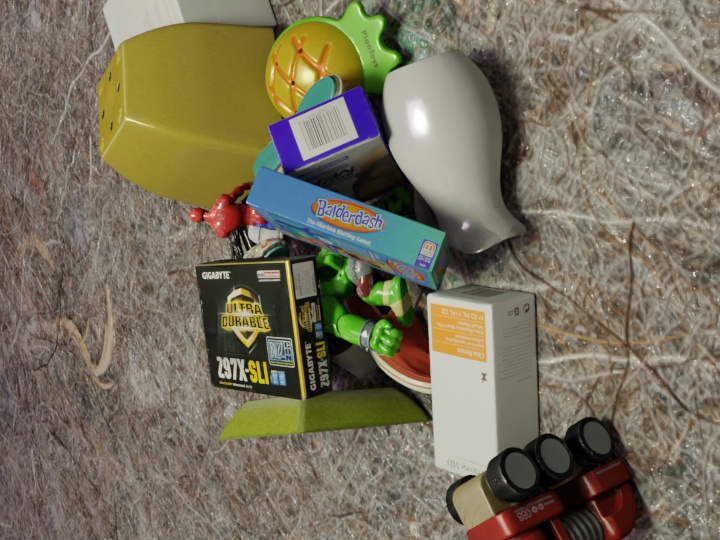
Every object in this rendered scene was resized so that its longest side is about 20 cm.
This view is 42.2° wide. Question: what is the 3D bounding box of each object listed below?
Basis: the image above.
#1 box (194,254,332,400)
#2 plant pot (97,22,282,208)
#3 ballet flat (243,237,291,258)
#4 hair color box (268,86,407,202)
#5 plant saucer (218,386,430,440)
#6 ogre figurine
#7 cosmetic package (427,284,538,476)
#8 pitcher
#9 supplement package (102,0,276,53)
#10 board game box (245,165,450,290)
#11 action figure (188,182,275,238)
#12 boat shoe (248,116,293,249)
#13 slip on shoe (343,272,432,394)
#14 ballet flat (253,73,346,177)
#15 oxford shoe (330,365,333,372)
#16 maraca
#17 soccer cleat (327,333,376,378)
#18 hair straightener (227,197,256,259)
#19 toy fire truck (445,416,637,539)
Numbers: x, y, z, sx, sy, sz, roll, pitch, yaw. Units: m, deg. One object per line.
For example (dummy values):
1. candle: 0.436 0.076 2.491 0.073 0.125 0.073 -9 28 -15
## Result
1. box: -0.119 0.065 1.116 0.200 0.049 0.160 -1 100 49
2. plant pot: -0.236 -0.209 1.234 0.195 0.199 0.195 -33 58 53
3. ballet flat: -0.137 0.007 1.296 0.064 0.075 0.200 51 156 25
4. hair color box: -0.019 -0.126 1.043 0.109 0.200 0.065 -22 79 7
5. plant saucer: -0.049 0.179 1.173 0.199 0.199 0.048 -17 74 52
6. ogre figurine: 0.000 0.000 1.094 0.119 0.098 0.201 -2 87 22
7. cosmetic package: 0.134 0.123 1.022 0.101 0.071 0.201 7 104 51
8. pitcher: 0.085 -0.122 1.003 0.171 0.121 0.201 -3 108 63
9. supplement package: -0.248 -0.363 1.332 0.200 0.150 0.152 -32 74 50
10. board game box: -0.006 -0.041 0.981 0.199 0.152 0.045 21 85 9
11. action figure: -0.129 -0.079 1.225 0.099 0.199 0.066 -135 47 -63
12. boat shoe: -0.095 -0.121 1.272 0.065 0.074 0.201 24 116 17
13. slip on shoe: 0.046 0.074 1.128 0.200 0.074 0.061 52 132 38
14. ballet flat: -0.057 -0.162 1.107 0.200 0.069 0.070 -37 69 47
15. oxford shoe: -0.085 0.120 1.238 0.074 0.071 0.200 64 169 0
16. maraca: -0.037 -0.244 1.130 0.200 0.107 0.138 -17 103 39
17. soccer cleat: -0.043 0.077 1.242 0.086 0.070 0.200 54 177 -35
18. hair straightener: -0.187 -0.060 1.385 0.041 0.077 0.201 -14 88 56
19. toy fire truck: 0.206 0.253 0.875 0.129 0.176 0.201 -46 63 46
